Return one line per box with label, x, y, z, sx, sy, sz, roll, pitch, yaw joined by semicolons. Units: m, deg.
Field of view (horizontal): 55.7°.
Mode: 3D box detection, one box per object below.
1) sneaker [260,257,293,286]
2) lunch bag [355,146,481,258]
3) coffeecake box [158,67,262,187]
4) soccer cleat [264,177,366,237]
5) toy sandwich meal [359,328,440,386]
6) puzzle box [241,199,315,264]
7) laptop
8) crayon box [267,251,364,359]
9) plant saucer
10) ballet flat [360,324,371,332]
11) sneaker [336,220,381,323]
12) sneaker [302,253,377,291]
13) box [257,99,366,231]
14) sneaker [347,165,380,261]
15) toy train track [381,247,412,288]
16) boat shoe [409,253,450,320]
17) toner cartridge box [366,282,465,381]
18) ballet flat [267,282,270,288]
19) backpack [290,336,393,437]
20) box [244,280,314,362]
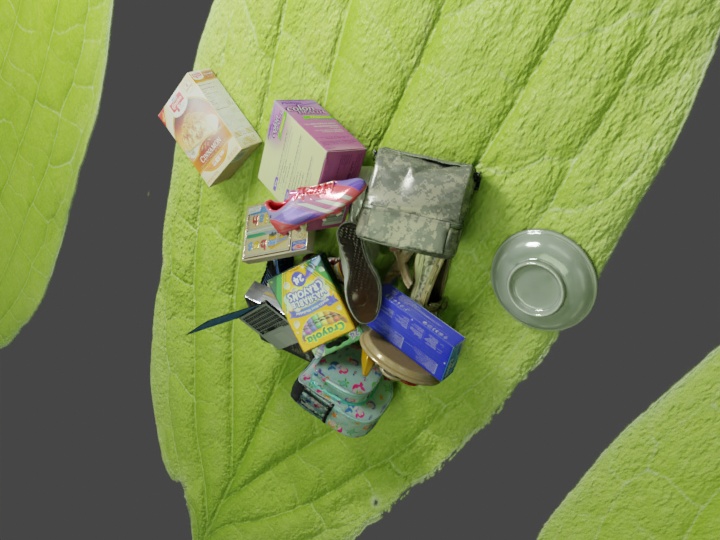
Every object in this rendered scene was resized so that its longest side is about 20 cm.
sneaker;-0.197;0.011;1.568;0.077;0.070;0.201;6;117;24
lunch bag;0.105;-0.126;1.233;0.199;0.139;0.169;14;104;10
coffeecake box;-0.333;-0.314;1.502;0.153;0.073;0.201;-37;88;41
soccer cleat;-0.083;-0.127;1.224;0.199;0.067;0.077;-23;111;27
toy sandwich meal;0.073;0.187;1.377;0.204;0.205;0.071;32;108;18
puzzle box;-0.178;-0.091;1.486;0.199;0.025;0.134;-9;70;37
laptop;-0.247;0.142;1.489;0.200;0.116;0.187;40;152;-13
crayon box;-0.088;0.080;1.402;0.125;0.052;0.201;-25;96;13
plant saucer;0.322;0.026;1.229;0.199;0.050;0.201;15;120;28
ballet flat;-0.026;0.118;1.506;0.199;0.064;0.076;24;125;23
sneaker;0.000;0.000;1.330;0.072;0.085;0.202;-9;98;2
sneaker;-0.040;-0.008;1.441;0.199;0.075;0.091;28;124;28
box;-0.100;-0.208;1.335;0.200;0.096;0.177;47;133;35
sneaker;0.021;-0.109;1.354;0.099;0.075;0.201;7;116;33
toy train track;0.057;0.006;1.385;0.200;0.032;0.115;119;142;-50
boat shoe;0.139;0.043;1.348;0.062;0.073;0.201;16;120;31
toner cartridge box;0.104;0.118;1.329;0.200;0.043;0.095;36;134;26
ballet flat;-0.119;0.051;1.482;0.199;0.057;0.067;11;137;23
backpack;-0.028;0.259;1.504;0.200;0.178;0.151;38;132;5
box;-0.170;0.122;1.556;0.158;0.048;0.201;23;150;19
